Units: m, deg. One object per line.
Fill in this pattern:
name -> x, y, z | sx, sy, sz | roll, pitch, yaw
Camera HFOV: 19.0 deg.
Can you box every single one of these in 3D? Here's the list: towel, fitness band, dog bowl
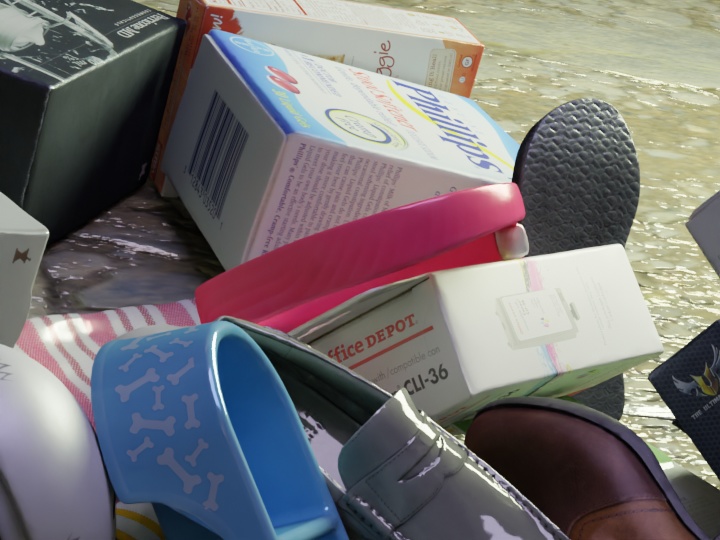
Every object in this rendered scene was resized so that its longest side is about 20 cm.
towel -> -0.094, 0.055, 1.140 | 0.200, 0.030, 0.146 | -7, 31, -43
fitness band -> 0.000, 0.000, 1.100 | 0.143, 0.038, 0.200 | -14, -6, -35
dog bowl -> -0.040, 0.111, 0.845 | 0.049, 0.201, 0.111 | -24, -6, 14

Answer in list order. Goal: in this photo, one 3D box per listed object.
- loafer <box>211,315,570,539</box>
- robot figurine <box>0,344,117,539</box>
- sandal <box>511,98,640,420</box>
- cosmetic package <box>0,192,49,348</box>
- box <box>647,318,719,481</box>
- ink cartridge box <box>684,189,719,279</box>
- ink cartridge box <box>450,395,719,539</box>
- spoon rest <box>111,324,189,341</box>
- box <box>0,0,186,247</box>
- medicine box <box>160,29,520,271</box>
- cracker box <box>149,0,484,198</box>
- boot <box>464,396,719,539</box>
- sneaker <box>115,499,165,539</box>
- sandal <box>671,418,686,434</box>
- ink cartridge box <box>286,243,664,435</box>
loafer -> 0.009, 0.086, 0.907 | 0.200, 0.070, 0.070 | 28, 48, 18
robot figurine -> -0.189, 0.106, 0.805 | 0.200, 0.151, 0.125 | -25, 1, -21
sandal -> 0.115, -0.002, 1.236 | 0.076, 0.201, 0.043 | 9, -12, -19
cosmetic package -> -0.254, -0.021, 1.111 | 0.074, 0.102, 0.200 | 1, 25, -45
box -> 0.235, 0.091, 1.039 | 0.158, 0.051, 0.200 | 56, 26, 15
ink cartridge box -> 0.259, 0.038, 0.995 | 0.147, 0.086, 0.200 | 7, 48, -54
ink cartridge box -> 0.139, 0.139, 1.060 | 0.200, 0.059, 0.104 | 33, 28, 35
spoon rest -> -0.035, 0.088, 1.027 | 0.200, 0.061, 0.099 | 30, -6, 1
box -> -0.242, -0.112, 1.310 | 0.196, 0.124, 0.200 | 23, 24, 11
medicine box -> 0.002, -0.052, 1.321 | 0.199, 0.103, 0.182 | 12, 20, -26
cracker box -> -0.032, -0.109, 1.422 | 0.199, 0.134, 0.058 | 5, 24, -23
boot -> 0.070, 0.157, 0.932 | 0.188, 0.069, 0.200 | 38, 54, 23
sneaker -> -0.106, 0.120, 0.925 | 0.090, 0.075, 0.200 | 16, 21, -15
sandal -> 0.226, 0.130, 1.117 | 0.200, 0.048, 0.075 | 34, 1, -30
ink cartridge box -> 0.046, 0.045, 1.104 | 0.200, 0.116, 0.068 | -8, 74, -45
